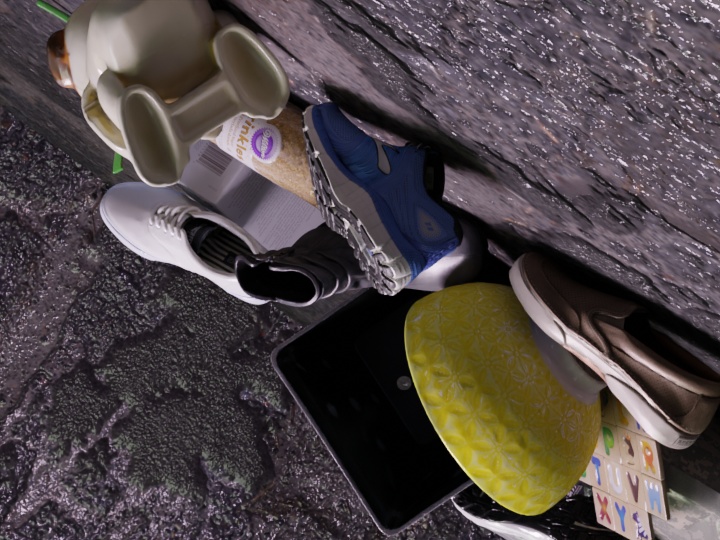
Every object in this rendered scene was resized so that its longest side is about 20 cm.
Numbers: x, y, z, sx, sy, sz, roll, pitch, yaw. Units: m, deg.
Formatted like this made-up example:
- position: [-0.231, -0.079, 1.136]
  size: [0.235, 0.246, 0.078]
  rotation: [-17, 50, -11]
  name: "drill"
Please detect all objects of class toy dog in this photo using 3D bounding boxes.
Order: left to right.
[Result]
- position: [-0.180, -0.167, 1.311]
  size: [0.195, 0.139, 0.200]
  rotation: [52, 167, -23]
  name: "toy dog"

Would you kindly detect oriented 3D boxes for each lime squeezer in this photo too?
- position: [-0.273, -0.211, 1.767]
  size: [0.202, 0.070, 0.038]
  rotation: [65, -167, -1]
  name: "lime squeezer"

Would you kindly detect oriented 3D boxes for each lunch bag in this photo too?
- position: [0.313, 0.199, 1.445]
  size: [0.163, 0.118, 0.200]
  rotation: [31, 177, 8]
  name: "lunch bag"

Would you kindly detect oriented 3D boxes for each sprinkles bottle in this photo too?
- position: [-0.067, -0.109, 1.414]
  size: [0.199, 0.069, 0.068]
  rotation: [33, 173, 24]
  name: "sprinkles bottle"

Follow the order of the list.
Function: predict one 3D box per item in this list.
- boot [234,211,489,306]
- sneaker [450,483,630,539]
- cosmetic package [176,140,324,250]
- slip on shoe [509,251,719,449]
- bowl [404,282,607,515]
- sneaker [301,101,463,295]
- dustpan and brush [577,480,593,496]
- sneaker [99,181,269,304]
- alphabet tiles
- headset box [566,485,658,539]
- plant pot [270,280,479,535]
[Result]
- position: [0.000, 0.000, 1.389]
  size: [0.198, 0.071, 0.131]
  rotation: [-3, -167, 40]
  name: "boot"
- position: [0.161, 0.232, 1.505]
  size: [0.199, 0.074, 0.080]
  rotation: [22, 147, 35]
  name: "sneaker"
- position: [-0.100, -0.080, 1.638]
  size: [0.071, 0.102, 0.200]
  rotation: [31, 171, 29]
  name: "cosmetic package"
- position: [0.195, 0.046, 1.258]
  size: [0.076, 0.061, 0.200]
  rotation: [-1, -138, -46]
  name: "slip on shoe"
- position: [0.138, 0.084, 1.339]
  size: [0.200, 0.107, 0.201]
  rotation: [40, -150, -29]
  name: "bowl"
- position: [0.017, -0.064, 1.257]
  size: [0.079, 0.088, 0.201]
  rotation: [82, 161, -46]
  name: "sneaker"
- position: [0.210, 0.175, 1.522]
  size: [0.056, 0.202, 0.140]
  rotation: [6, -161, -11]
  name: "dustpan and brush"
- position: [-0.161, -0.039, 1.552]
  size: [0.198, 0.074, 0.071]
  rotation: [24, 161, 16]
  name: "sneaker"
- position: [0.207, 0.126, 1.379]
  size: [0.166, 0.006, 0.203]
  rotation: [-162, 61, -71]
  name: "alphabet tiles"
- position: [0.294, 0.283, 1.861]
  size: [0.092, 0.175, 0.200]
  rotation: [28, 170, 45]
  name: "headset box"
- position: [0.062, 0.098, 1.554]
  size: [0.201, 0.199, 0.177]
  rotation: [56, -170, 2]
  name: "plant pot"
